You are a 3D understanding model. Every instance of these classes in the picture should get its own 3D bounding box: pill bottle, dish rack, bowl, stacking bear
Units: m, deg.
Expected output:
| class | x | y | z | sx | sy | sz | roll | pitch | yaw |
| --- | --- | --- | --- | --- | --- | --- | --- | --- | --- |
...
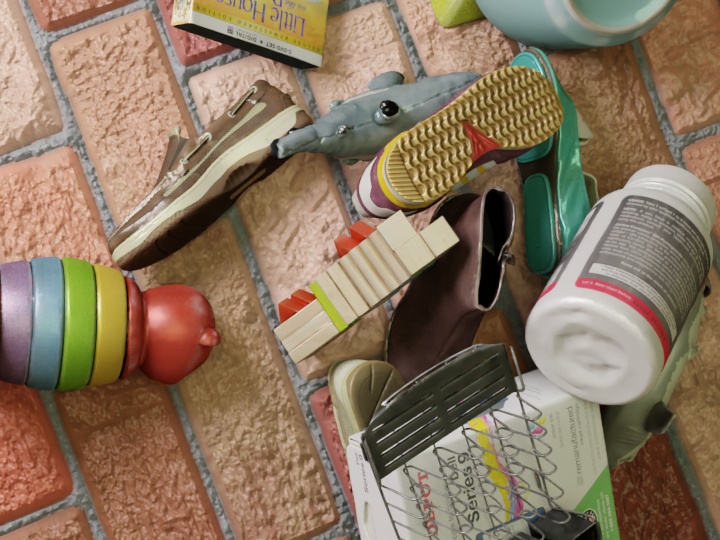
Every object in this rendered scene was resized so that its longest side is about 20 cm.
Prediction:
| class | x | y | z | sx | sy | sz | roll | pitch | yaw |
| --- | --- | --- | --- | --- | --- | --- | --- | --- | --- |
| pill bottle | 0.219 | 0.004 | 1.082 | 0.111 | 0.111 | 0.200 | 41 | 51 | -5 |
| dish rack | 0.086 | 0.160 | 0.985 | 0.153 | 0.054 | 0.201 | -31 | 117 | -23 |
| bowl | 0.196 | -0.266 | 1.115 | 0.199 | 0.105 | 0.202 | -9 | 120 | -16 |
| stacking bear | -0.214 | 0.048 | 1.070 | 0.199 | 0.121 | 0.115 | 3 | 100 | -20 |

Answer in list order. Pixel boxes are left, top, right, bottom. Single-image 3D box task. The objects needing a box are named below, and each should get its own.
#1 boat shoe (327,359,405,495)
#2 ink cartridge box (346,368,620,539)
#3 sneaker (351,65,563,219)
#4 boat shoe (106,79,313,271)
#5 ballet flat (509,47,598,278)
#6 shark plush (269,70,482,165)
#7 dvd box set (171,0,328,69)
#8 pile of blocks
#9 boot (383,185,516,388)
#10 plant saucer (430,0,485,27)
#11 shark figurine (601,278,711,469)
| class | x | y | z | sx | sy | sz | roll | pitch | yaw |
| --- | --- | --- | --- | --- | --- | --- | --- | --- | --- |
| boat shoe | 0.022 | 0.170 | 1.126 | 0.073 | 0.063 | 0.202 | -25 | 102 | -27 |
| ink cartridge box | 0.100 | 0.180 | 1.083 | 0.199 | 0.087 | 0.146 | -15 | 103 | -25 |
| sneaker | 0.077 | -0.104 | 1.094 | 0.199 | 0.090 | 0.075 | -28 | 92 | -31 |
| boat shoe | -0.136 | -0.083 | 1.114 | 0.202 | 0.075 | 0.075 | -39 | 80 | -16 |
| ballet flat | 0.172 | -0.093 | 1.171 | 0.070 | 0.067 | 0.202 | -4 | 87 | -34 |
| shark plush | 0.008 | -0.132 | 1.101 | 0.199 | 0.083 | 0.092 | -5 | 81 | -35 |
| dvd box set | -0.081 | -0.282 | 1.113 | 0.146 | 0.029 | 0.202 | 12 | 82 | -43 |
| pile of blocks | 0.000 | 0.000 | 1.082 | 0.062 | 0.200 | 0.082 | 55 | 35 | 4 |
| boot | 0.072 | 0.033 | 1.085 | 0.072 | 0.166 | 0.202 | 11 | 86 | -8 |
| plant saucer | 0.136 | -0.340 | 1.183 | 0.199 | 0.048 | 0.201 | -18 | 89 | -11 |
| shark figurine | 0.240 | 0.061 | 1.138 | 0.089 | 0.128 | 0.216 | 26 | 81 | 3 |
